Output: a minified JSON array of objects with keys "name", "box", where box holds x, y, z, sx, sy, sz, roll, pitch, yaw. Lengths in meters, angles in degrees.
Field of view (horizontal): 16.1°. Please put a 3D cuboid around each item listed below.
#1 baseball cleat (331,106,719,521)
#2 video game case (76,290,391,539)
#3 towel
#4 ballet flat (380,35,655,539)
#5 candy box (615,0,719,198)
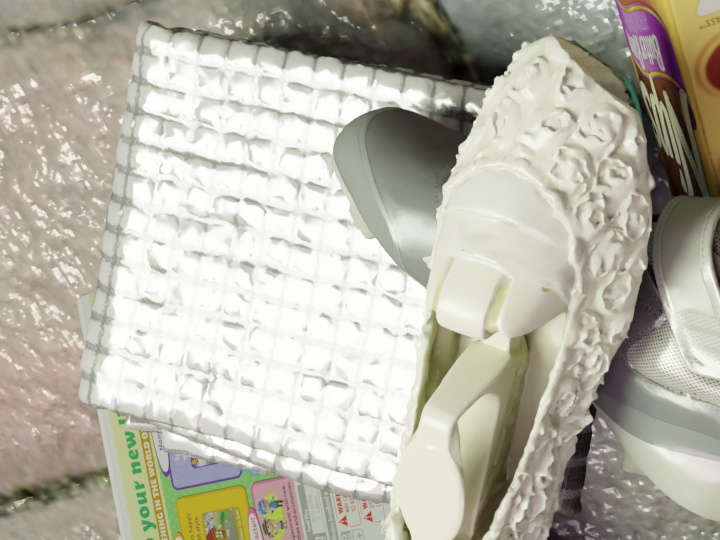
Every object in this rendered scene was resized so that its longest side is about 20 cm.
[{"name":"baseball cleat","box":[0.080,-0.008,0.856,0.200,0.070,0.106,41,134,13]},{"name":"video game case","box":[-0.032,0.090,1.075,0.182,0.022,0.200,-14,85,36]},{"name":"towel","box":[0.000,0.000,0.983,0.200,0.086,0.166,11,98,19]},{"name":"ballet flat","box":[0.045,0.027,0.810,0.072,0.072,0.200,17,117,16]},{"name":"candy box","box":[0.126,-0.076,0.874,0.056,0.117,0.200,-20,116,1]}]
